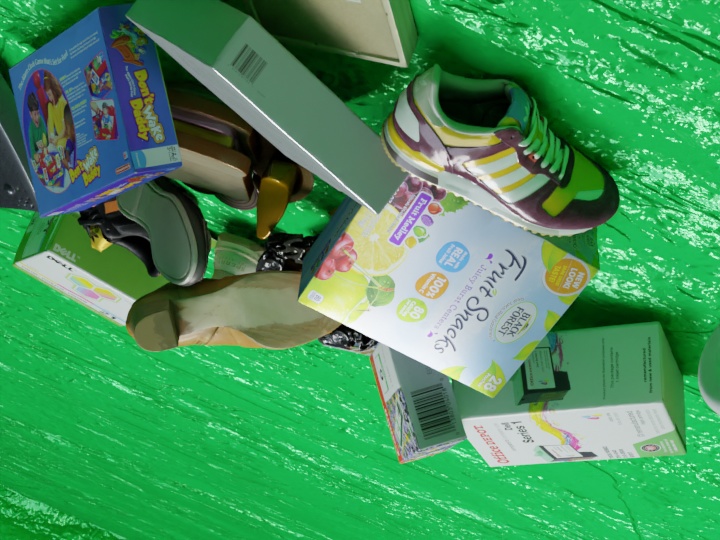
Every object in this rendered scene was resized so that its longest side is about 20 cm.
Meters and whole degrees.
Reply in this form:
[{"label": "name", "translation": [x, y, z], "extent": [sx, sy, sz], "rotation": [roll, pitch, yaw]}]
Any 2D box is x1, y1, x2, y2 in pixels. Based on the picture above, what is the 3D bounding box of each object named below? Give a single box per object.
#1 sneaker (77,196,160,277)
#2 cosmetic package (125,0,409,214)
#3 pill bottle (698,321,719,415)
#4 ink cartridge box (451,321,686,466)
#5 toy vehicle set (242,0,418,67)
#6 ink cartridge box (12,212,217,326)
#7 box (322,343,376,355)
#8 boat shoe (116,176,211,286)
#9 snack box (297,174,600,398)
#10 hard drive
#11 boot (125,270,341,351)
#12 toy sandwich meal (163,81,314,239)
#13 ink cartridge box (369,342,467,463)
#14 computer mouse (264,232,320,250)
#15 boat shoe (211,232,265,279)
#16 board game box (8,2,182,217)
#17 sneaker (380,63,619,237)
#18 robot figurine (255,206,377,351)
[{"label": "sneaker", "translation": [-0.250, -0.069, 1.632], "extent": [0.199, 0.091, 0.070], "rotation": [33, 155, -28]}, {"label": "cosmetic package", "translation": [-0.069, -0.136, 1.290], "extent": [0.200, 0.052, 0.150], "rotation": [40, 175, -39]}, {"label": "pill bottle", "translation": [0.389, 0.115, 1.442], "extent": [0.199, 0.113, 0.112], "rotation": [34, 155, -30]}, {"label": "ink cartridge box", "translation": [0.197, 0.120, 1.592], "extent": [0.198, 0.085, 0.145], "rotation": [-6, 154, 18]}, {"label": "toy vehicle set", "translation": [-0.035, -0.217, 1.173], "extent": [0.123, 0.027, 0.200], "rotation": [14, 157, 18]}, {"label": "ink cartridge box", "translation": [-0.258, -0.017, 1.781], "extent": [0.147, 0.076, 0.199], "rotation": [31, 158, -24]}, {"label": "box", "translation": [0.071, 0.056, 1.650], "extent": [0.136, 0.040, 0.199], "rotation": [14, 164, -30]}, {"label": "boat shoe", "translation": [-0.165, -0.043, 1.540], "extent": [0.057, 0.067, 0.200], "rotation": [11, -160, -31]}, {"label": "snack box", "translation": [0.073, -0.006, 1.414], "extent": [0.199, 0.068, 0.169], "rotation": [25, 125, -14]}, {"label": "hard drive", "translation": [-0.370, -0.145, 1.568], "extent": [0.134, 0.042, 0.201], "rotation": [7, 136, 33]}, {"label": "boot", "translation": [-0.113, 0.027, 1.523], "extent": [0.199, 0.071, 0.144], "rotation": [-9, -169, -4]}, {"label": "toy sandwich meal", "translation": [-0.132, -0.095, 1.489], "extent": [0.203, 0.071, 0.205], "rotation": [18, 158, 8]}, {"label": "ink cartridge box", "translation": [0.047, 0.121, 1.586], "extent": [0.050, 0.110, 0.200], "rotation": [-15, 171, -9]}, {"label": "computer mouse", "translation": [0.002, 0.011, 1.646], "extent": [0.199, 0.046, 0.140], "rotation": [-3, 147, 46]}, {"label": "boat shoe", "translation": [-0.120, 0.025, 1.758], "extent": [0.072, 0.065, 0.200], "rotation": [16, 163, 11]}, {"label": "board game box", "translation": [-0.225, -0.130, 1.411], "extent": [0.044, 0.136, 0.199], "rotation": [-12, 178, -33]}, {"label": "sneaker", "translation": [0.119, -0.090, 1.266], "extent": [0.198, 0.075, 0.090], "rotation": [17, 144, -17]}, {"label": "robot figurine", "translation": [0.000, 0.000, 1.528], "extent": [0.199, 0.058, 0.145], "rotation": [-22, 119, 41]}]
